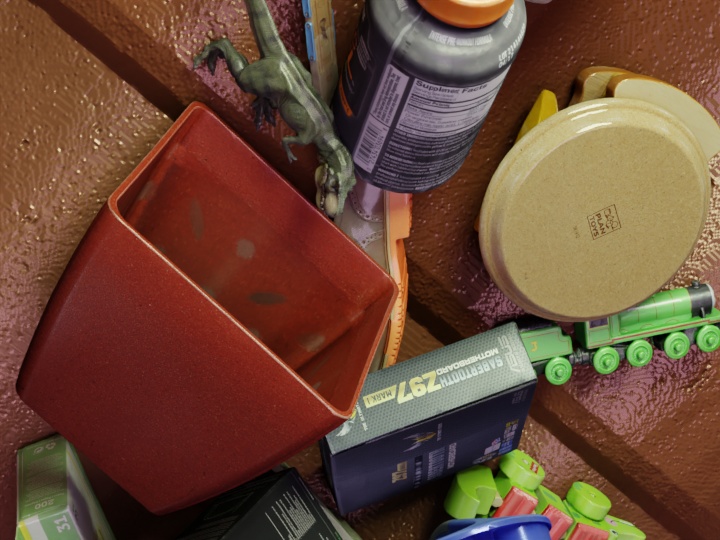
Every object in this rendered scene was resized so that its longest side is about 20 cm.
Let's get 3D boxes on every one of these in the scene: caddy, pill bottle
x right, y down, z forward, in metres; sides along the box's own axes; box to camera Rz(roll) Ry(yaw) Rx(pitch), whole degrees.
[{"bbox_3d":[0.079,0.250,1.241,0.140,0.106,0.200,-10,156,-24],"label":"caddy"},{"bbox_3d":[0.046,-0.144,1.039,0.105,0.107,0.201,-2,153,-14],"label":"pill bottle"}]

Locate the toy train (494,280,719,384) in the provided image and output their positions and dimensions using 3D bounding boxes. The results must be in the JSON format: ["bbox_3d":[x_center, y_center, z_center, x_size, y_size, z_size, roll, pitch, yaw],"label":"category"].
[{"bbox_3d":[0.199,0.050,1.264,0.197,0.042,0.057,-12,106,-10],"label":"toy train"}]

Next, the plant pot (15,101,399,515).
[{"bbox_3d":[-0.117,0.041,1.073,0.200,0.200,0.176,42,115,-9],"label":"plant pot"}]

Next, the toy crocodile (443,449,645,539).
[{"bbox_3d":[0.154,0.206,1.310,0.199,0.062,0.068,27,105,-25],"label":"toy crocodile"}]

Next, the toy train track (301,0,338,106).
[{"bbox_3d":[-0.041,-0.204,1.074,0.115,0.032,0.202,-43,139,-40],"label":"toy train track"}]

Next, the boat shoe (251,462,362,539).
[{"bbox_3d":[-0.056,0.200,1.243,0.066,0.074,0.200,-44,128,-5],"label":"boat shoe"}]

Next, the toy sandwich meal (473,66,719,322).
[{"bbox_3d":[0.175,-0.058,1.194,0.202,0.070,0.208,-7,120,-11],"label":"toy sandwich meal"}]

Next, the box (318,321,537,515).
[{"bbox_3d":[0.046,0.115,1.179,0.156,0.052,0.200,-19,159,-6],"label":"box"}]

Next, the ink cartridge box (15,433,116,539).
[{"bbox_3d":[-0.207,0.232,1.143,0.047,0.200,0.147,-19,118,-2],"label":"ink cartridge box"}]

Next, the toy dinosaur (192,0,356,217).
[{"bbox_3d":[-0.064,-0.131,1.079,0.047,0.088,0.201,-39,110,-29],"label":"toy dinosaur"}]

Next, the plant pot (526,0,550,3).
[{"bbox_3d":[0.117,-0.282,1.013,0.199,0.201,0.184,-30,129,0],"label":"plant pot"}]

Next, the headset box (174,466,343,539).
[{"bbox_3d":[-0.082,0.273,1.119,0.092,0.200,0.175,-25,103,46],"label":"headset box"}]

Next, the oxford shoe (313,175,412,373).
[{"bbox_3d":[0.000,0.000,1.177,0.072,0.071,0.203,3,108,2],"label":"oxford shoe"}]
